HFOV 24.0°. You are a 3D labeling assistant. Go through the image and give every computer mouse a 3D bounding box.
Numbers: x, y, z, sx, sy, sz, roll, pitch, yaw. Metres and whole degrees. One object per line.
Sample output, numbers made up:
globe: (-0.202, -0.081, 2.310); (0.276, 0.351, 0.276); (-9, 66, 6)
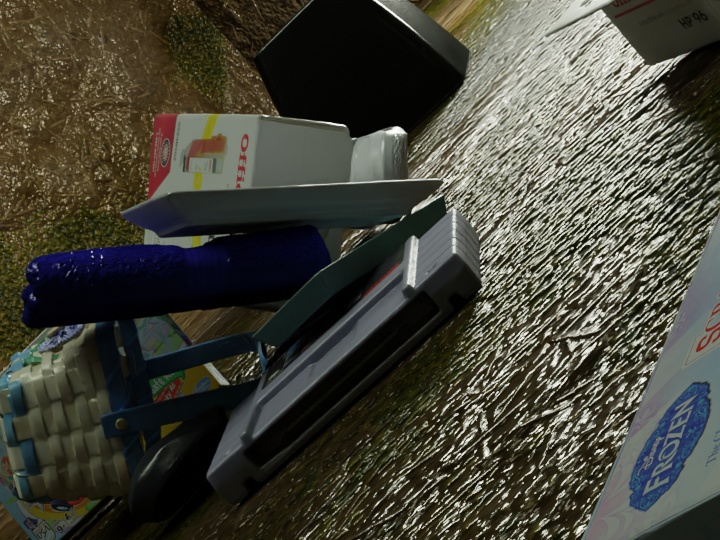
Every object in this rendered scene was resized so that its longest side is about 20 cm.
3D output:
computer mouse: (-0.087, 0.087, 1.129); (0.200, 0.034, 0.059); (-47, -24, -23)

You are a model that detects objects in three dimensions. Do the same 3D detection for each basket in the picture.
basket: (-0.161, 0.090, 1.240); (0.197, 0.141, 0.176); (-10, 8, -6)

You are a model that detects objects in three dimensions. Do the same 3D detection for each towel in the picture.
towel: (-0.127, 0.000, 1.133); (0.198, 0.050, 0.148); (-6, -7, -15)

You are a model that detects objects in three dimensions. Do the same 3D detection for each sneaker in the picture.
sneaker: (-0.029, -0.072, 1.397); (0.113, 0.076, 0.200); (0, -7, -13)

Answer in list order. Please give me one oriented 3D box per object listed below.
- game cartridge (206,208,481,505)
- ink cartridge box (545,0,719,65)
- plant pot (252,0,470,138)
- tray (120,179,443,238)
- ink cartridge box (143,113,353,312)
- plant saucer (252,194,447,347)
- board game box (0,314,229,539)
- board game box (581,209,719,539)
game cartridge: (-0.009, 0.047, 1.025); (0.200, 0.038, 0.130); (-42, 12, 12)
ink cartridge box: (0.213, -0.193, 1.013); (0.200, 0.068, 0.116); (-46, 8, -12)
plant pot: (-0.009, -0.229, 1.912); (0.199, 0.177, 0.200); (-42, 9, 15)
tray: (-0.052, -0.040, 1.136); (0.198, 0.022, 0.107); (-4, -5, -25)
ink cartridge box: (-0.094, -0.049, 1.331); (0.199, 0.083, 0.147); (9, 94, 60)
plant saucer: (0.000, 0.000, 1.115); (0.070, 0.019, 0.200); (-44, -7, 30)
board game box: (-0.223, 0.112, 1.376); (0.200, 0.135, 0.034); (-44, -8, 3)
board game box: (0.160, -0.009, 0.436); (0.199, 0.041, 0.200); (-37, 11, 39)
